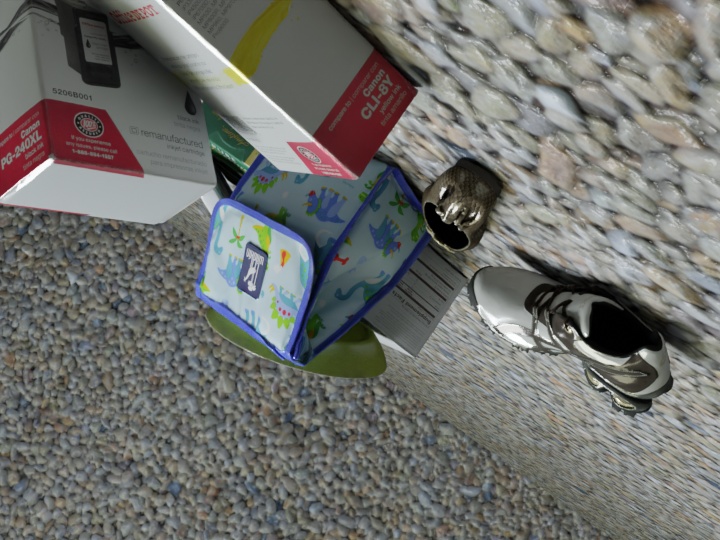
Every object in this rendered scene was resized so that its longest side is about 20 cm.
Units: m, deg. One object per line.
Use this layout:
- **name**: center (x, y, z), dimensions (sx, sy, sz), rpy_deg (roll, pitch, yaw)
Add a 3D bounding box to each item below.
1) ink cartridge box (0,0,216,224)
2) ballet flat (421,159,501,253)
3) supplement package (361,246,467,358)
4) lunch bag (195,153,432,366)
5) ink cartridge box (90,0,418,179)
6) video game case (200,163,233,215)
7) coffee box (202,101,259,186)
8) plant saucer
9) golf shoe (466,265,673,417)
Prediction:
- **ink cartridge box**: center (-0.203, -0.148, 0.769), dimensions (0.083, 0.201, 0.145), rpy_deg (-26, 159, 39)
- **ballet flat**: center (0.077, -0.044, 0.865), dimensions (0.067, 0.046, 0.200), rpy_deg (36, 172, 2)
- **supplement package**: center (0.000, 0.000, 1.208), dimensions (0.156, 0.111, 0.200), rpy_deg (39, 172, -22)
- **lunch bag**: center (-0.056, -0.023, 0.991), dimensions (0.170, 0.201, 0.127), rpy_deg (29, 170, 43)
- **ink cartridge box**: center (-0.078, -0.160, 0.720), dimensions (0.200, 0.084, 0.145), rpy_deg (40, 170, -27)
- **video game case**: center (-0.168, -0.078, 1.289), dimensions (0.201, 0.023, 0.183), rpy_deg (62, 180, -42)
- **coffee box**: center (-0.132, -0.128, 1.255), dimensions (0.123, 0.044, 0.200), rpy_deg (36, 173, 15)
- **plant saucer**: center (-0.063, 0.059, 1.077), dimensions (0.199, 0.031, 0.200), rpy_deg (17, -169, -3)
- **golf shoe**: center (0.179, 0.036, 0.872), dimensions (0.199, 0.078, 0.095), rpy_deg (30, 153, 26)
